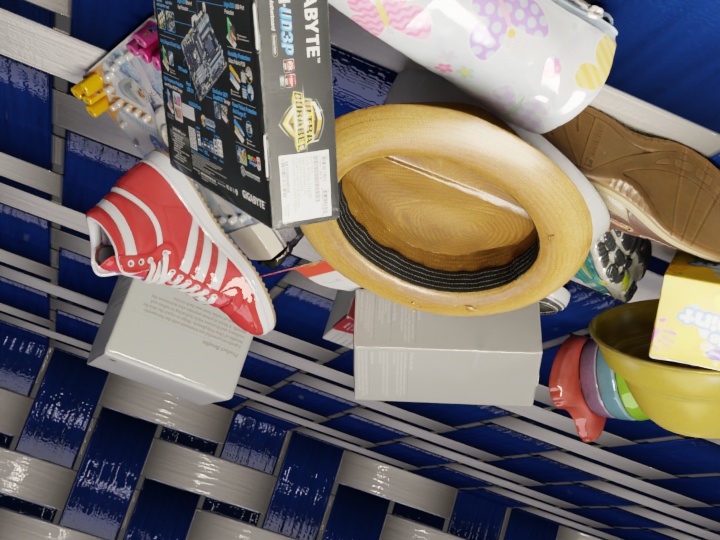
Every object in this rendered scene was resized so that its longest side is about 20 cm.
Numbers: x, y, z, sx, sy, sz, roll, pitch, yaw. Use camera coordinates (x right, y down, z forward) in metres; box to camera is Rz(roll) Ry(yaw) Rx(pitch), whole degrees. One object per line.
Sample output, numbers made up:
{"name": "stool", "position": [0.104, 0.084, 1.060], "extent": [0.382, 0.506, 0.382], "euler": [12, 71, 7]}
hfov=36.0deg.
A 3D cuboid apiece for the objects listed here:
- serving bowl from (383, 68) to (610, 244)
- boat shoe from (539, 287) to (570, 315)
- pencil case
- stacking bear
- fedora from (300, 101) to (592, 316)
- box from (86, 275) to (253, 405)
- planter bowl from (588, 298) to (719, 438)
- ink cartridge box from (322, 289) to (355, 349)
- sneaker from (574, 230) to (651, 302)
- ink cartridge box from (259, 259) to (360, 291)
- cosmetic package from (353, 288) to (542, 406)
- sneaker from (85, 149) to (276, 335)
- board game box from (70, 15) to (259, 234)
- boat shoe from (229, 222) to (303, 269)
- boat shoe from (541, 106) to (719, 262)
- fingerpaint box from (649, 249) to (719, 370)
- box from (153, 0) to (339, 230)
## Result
{"name": "serving bowl", "position": [0.091, -0.066, 0.854], "extent": [0.200, 0.066, 0.200], "euler": [36, 175, 4]}
{"name": "boat shoe", "position": [0.140, 0.039, 1.257], "extent": [0.200, 0.066, 0.070], "euler": [7, 160, 34]}
{"name": "pencil case", "position": [0.061, -0.160, 0.669], "extent": [0.200, 0.083, 0.091], "euler": [26, 144, -27]}
{"name": "stacking bear", "position": [0.332, 0.117, 1.243], "extent": [0.200, 0.114, 0.121], "euler": [-9, 137, 36]}
{"name": "fedora", "position": [0.055, -0.053, 0.731], "extent": [0.200, 0.082, 0.201], "euler": [8, 140, 7]}
{"name": "box", "position": [-0.280, 0.090, 1.673], "extent": [0.199, 0.172, 0.200], "euler": [23, 163, -17]}
{"name": "planter bowl", "position": [0.299, 0.091, 0.964], "extent": [0.200, 0.084, 0.200], "euler": [-1, -165, 0]}
{"name": "ink cartridge box", "position": [0.069, 0.071, 1.406], "extent": [0.200, 0.083, 0.147], "euler": [21, 163, -8]}
{"name": "sneaker", "position": [0.205, -0.024, 0.982], "extent": [0.080, 0.078, 0.200], "euler": [20, 166, 23]}
{"name": "ink cartridge box", "position": [0.000, 0.000, 1.132], "extent": [0.200, 0.057, 0.163], "euler": [-20, -177, -29]}
{"name": "cosmetic package", "position": [0.092, 0.084, 1.194], "extent": [0.200, 0.090, 0.107], "euler": [1, 140, -1]}
{"name": "sneaker", "position": [-0.167, 0.002, 1.005], "extent": [0.071, 0.112, 0.200], "euler": [-8, 121, 57]}
{"name": "board game box", "position": [-0.164, -0.113, 0.997], "extent": [0.200, 0.026, 0.200], "euler": [53, 152, -14]}
{"name": "boat shoe", "position": [-0.113, -0.105, 1.069], "extent": [0.075, 0.093, 0.200], "euler": [1, 129, 56]}
{"name": "boat shoe", "position": [0.205, -0.065, 0.856], "extent": [0.200, 0.072, 0.072], "euler": [25, 166, -8]}
{"name": "fingerpaint box", "position": [0.343, 0.030, 0.873], "extent": [0.200, 0.073, 0.167], "euler": [12, -160, 20]}
{"name": "box", "position": [-0.078, -0.126, 0.695], "extent": [0.046, 0.159, 0.200], "euler": [-11, -160, -24]}
